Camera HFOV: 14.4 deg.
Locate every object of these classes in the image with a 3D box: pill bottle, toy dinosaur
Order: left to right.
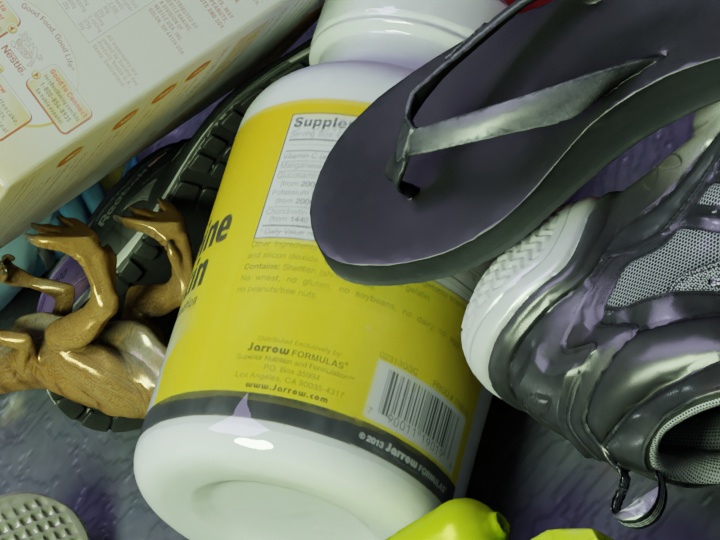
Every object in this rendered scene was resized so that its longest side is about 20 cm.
[{"bbox_3d":[-0.082,0.034,1.046,0.199,0.060,0.107,15,114,29],"label":"toy dinosaur"},{"bbox_3d":[0.000,0.000,0.983,0.112,0.112,0.201,-10,53,42],"label":"pill bottle"}]

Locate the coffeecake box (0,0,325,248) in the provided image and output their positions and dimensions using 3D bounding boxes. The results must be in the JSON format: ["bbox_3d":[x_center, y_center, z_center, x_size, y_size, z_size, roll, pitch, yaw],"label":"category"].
[{"bbox_3d":[-0.095,-0.082,1.029,0.200,0.073,0.153,-37,-1,-30],"label":"coffeecake box"}]

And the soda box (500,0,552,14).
[{"bbox_3d":[0.104,-0.131,1.015,0.200,0.070,0.064,-10,54,43],"label":"soda box"}]

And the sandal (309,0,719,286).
[{"bbox_3d":[0.064,-0.065,0.888,0.200,0.043,0.076,-31,48,16],"label":"sandal"}]

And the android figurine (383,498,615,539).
[{"bbox_3d":[0.038,0.156,0.861,0.200,0.041,0.183,-33,49,26],"label":"android figurine"}]

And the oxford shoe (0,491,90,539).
[{"bbox_3d":[-0.157,0.174,1.052,0.058,0.075,0.201,120,171,-65],"label":"oxford shoe"}]

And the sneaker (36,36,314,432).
[{"bbox_3d":[-0.058,-0.036,1.111,0.200,0.076,0.088,-44,32,12],"label":"sneaker"}]

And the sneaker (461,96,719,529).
[{"bbox_3d":[0.133,-0.004,0.884,0.200,0.075,0.114,-41,49,4],"label":"sneaker"}]

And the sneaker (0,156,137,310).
[{"bbox_3d":[-0.163,-0.021,1.219,0.130,0.080,0.200,-38,16,-18],"label":"sneaker"}]
